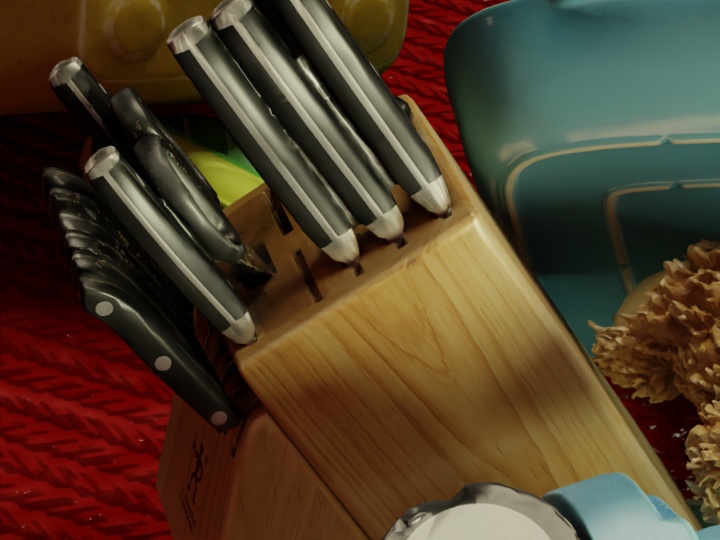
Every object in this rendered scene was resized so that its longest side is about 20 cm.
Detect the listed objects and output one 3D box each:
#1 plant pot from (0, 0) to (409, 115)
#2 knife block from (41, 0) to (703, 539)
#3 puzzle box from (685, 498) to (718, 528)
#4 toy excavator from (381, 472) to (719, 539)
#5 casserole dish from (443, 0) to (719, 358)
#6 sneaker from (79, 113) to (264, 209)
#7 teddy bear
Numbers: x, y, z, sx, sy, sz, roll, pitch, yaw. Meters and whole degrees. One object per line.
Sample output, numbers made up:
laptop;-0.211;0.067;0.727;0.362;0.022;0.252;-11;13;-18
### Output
plant pot;-0.081;-0.137;0.938;0.193;0.197;0.200;-5;20;-34
knife block;0.016;0.003;0.740;0.199;0.176;0.064;5;30;-20
puzzle box;0.064;0.105;0.794;0.199;0.026;0.133;6;29;-19
toy excavator;0.119;0.118;0.647;0.199;0.100;0.195;-18;57;-12
casserole dish;0.088;-0.019;0.798;0.120;0.200;0.039;-3;67;11
sneaker;0.000;0.000;0.902;0.083;0.074;0.200;-19;43;-42
teddy bear;0.141;0.043;0.716;0.199;0.067;0.145;20;11;37
